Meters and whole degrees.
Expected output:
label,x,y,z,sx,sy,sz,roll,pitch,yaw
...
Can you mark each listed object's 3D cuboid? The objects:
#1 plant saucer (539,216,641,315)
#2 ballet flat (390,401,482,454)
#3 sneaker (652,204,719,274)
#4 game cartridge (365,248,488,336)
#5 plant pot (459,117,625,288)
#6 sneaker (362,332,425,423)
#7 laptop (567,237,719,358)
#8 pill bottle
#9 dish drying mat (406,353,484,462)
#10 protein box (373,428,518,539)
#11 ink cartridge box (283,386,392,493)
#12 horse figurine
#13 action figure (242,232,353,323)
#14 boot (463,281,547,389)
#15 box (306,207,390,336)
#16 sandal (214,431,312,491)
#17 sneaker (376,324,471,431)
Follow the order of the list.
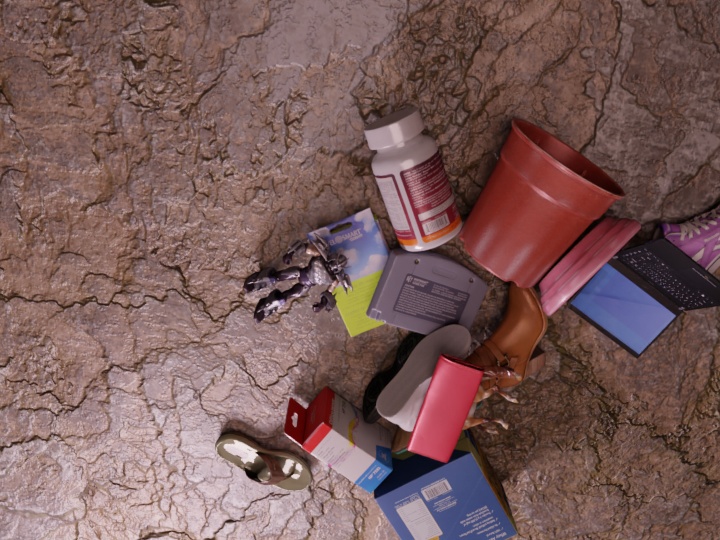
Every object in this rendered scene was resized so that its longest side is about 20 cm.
label,x,y,z,sx,sy,sz,roll,pitch,yaw
plant saucer,0.356,-0.014,1.034,0.051,0.200,0.201,45,105,14
ballet flat,0.127,0.258,1.189,0.198,0.068,0.073,-31,98,8
sneaker,0.563,-0.068,1.070,0.113,0.073,0.202,30,107,-8
game cartridge,0.116,0.039,1.086,0.197,0.041,0.135,18,105,-28
plant pot,0.263,-0.094,1.000,0.198,0.202,0.197,27,116,-11
sneaker,0.078,0.209,1.167,0.090,0.076,0.201,31,111,-21
laptop,0.486,0.053,1.085,0.176,0.200,0.104,34,73,-9
pill bottle,0.081,-0.142,1.014,0.108,0.110,0.203,-19,110,6
dish drying mat,0.137,0.228,1.056,0.075,0.018,0.203,16,119,3
protein box,0.153,0.414,1.207,0.196,0.135,0.202,-28,108,9
ink cartridge box,-0.038,0.294,1.170,0.199,0.117,0.067,38,107,-14
horse figurine,0.193,0.221,1.082,0.130,0.050,0.203,9,125,-6
action figure,-0.097,0.016,1.057,0.198,0.069,0.132,-22,103,28
boot,0.238,0.119,1.114,0.153,0.077,0.203,-22,124,-15
box,0.000,0.000,1.098,0.120,0.048,0.203,-21,109,6
sandal,-0.187,0.376,1.230,0.198,0.057,0.081,24,109,-9
sneaker,0.123,0.187,1.106,0.200,0.074,0.116,-44,139,0
